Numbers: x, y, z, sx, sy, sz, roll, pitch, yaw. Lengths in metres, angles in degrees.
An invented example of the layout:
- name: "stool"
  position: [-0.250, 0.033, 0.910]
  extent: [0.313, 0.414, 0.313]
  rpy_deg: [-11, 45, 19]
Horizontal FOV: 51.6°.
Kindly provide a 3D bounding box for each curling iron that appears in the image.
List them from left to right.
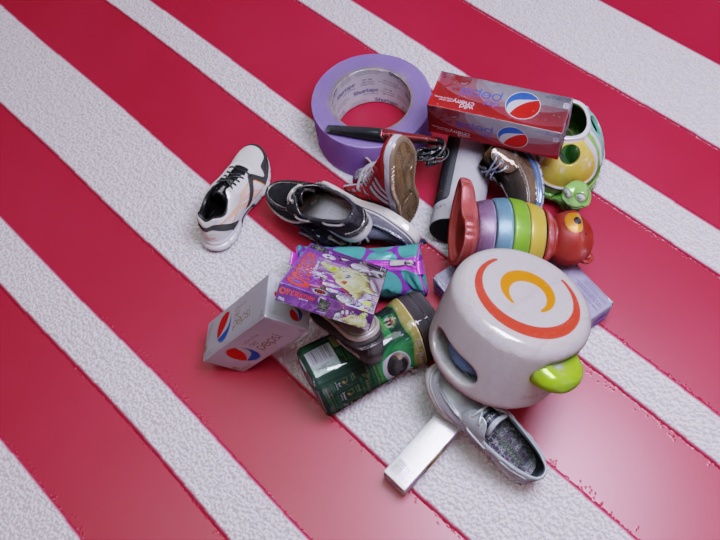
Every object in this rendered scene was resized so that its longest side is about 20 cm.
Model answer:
- name: "curling iron"
  position: [0.040, -0.203, 1.156]
  extent: [0.199, 0.026, 0.050]
  rpy_deg: [17, 62, 13]

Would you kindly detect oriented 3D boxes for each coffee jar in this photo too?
- name: "coffee jar"
  position: [0.018, 0.112, 1.039]
  extent: [0.199, 0.105, 0.085]
  rpy_deg: [-26, 47, -10]

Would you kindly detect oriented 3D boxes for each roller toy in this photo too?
- name: "roller toy"
  position: [0.186, 0.075, 0.955]
  extent: [0.182, 0.140, 0.200]
  rpy_deg: [19, 43, 0]

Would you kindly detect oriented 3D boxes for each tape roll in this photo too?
- name: "tape roll"
  position: [0.021, -0.260, 1.251]
  extent: [0.199, 0.085, 0.201]
  rpy_deg: [-2, 61, 4]

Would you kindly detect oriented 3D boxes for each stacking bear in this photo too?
- name: "stacking bear"
  position: [0.231, -0.050, 1.053]
  extent: [0.199, 0.114, 0.122]
  rpy_deg: [4, 52, -4]

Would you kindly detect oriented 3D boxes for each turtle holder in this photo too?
- name: "turtle holder"
  position: [0.306, -0.179, 1.155]
  extent: [0.140, 0.132, 0.186]
  rpy_deg: [20, 65, 14]

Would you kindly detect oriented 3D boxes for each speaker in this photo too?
- name: "speaker"
  position: [0.164, -0.141, 1.177]
  extent: [0.081, 0.081, 0.201]
  rpy_deg: [10, 64, 10]

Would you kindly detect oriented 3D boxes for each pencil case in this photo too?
- name: "pencil case"
  position: [0.000, 0.000, 1.109]
  extent: [0.199, 0.092, 0.086]
  rpy_deg: [-1, 71, 6]

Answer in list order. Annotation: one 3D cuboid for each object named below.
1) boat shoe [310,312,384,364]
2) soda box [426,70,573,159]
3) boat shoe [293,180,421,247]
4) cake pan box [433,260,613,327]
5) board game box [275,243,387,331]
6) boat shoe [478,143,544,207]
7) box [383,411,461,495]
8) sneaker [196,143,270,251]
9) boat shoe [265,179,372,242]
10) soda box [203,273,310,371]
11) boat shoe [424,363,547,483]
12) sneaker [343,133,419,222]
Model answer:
- name: "boat shoe"
  position: [-0.031, 0.062, 1.001]
  extent: [0.067, 0.057, 0.200]
  rpy_deg: [-27, 34, -17]
- name: "soda box"
  position: [0.200, -0.226, 1.083]
  extent: [0.199, 0.063, 0.070]
  rpy_deg: [16, 65, 16]
- name: "boat shoe"
  position: [-0.010, -0.060, 1.160]
  extent: [0.199, 0.075, 0.093]
  rpy_deg: [26, 73, 26]
- name: "cake pan box"
  position: [0.232, 0.036, 1.094]
  extent: [0.184, 0.052, 0.200]
  rpy_deg: [-33, 64, -14]
- name: "board game box"
  position: [-0.031, 0.016, 0.968]
  extent: [0.119, 0.200, 0.032]
  rpy_deg: [14, 107, 2]
- name: "boat shoe"
  position: [0.217, -0.165, 1.132]
  extent: [0.072, 0.072, 0.201]
  rpy_deg: [-1, 63, -24]
- name: "box"
  position: [0.111, 0.217, 1.013]
  extent: [0.041, 0.039, 0.200]
  rpy_deg: [39, 72, 19]
- name: "sneaker"
  position: [-0.203, -0.130, 1.205]
  extent: [0.073, 0.080, 0.201]
  rpy_deg: [13, 62, 13]
- name: "boat shoe"
  position: [-0.074, -0.100, 1.122]
  extent: [0.200, 0.060, 0.074]
  rpy_deg: [28, 80, 32]
- name: "soda box"
  position: [-0.144, 0.076, 1.022]
  extent: [0.068, 0.200, 0.064]
  rpy_deg: [19, 57, -28]
- name: "boat shoe"
  position: [0.168, 0.194, 0.966]
  extent: [0.070, 0.072, 0.201]
  rpy_deg: [-44, 89, -17]
- name: "sneaker"
  position: [0.026, -0.149, 1.126]
  extent: [0.112, 0.200, 0.071]
  rpy_deg: [31, 70, 21]
